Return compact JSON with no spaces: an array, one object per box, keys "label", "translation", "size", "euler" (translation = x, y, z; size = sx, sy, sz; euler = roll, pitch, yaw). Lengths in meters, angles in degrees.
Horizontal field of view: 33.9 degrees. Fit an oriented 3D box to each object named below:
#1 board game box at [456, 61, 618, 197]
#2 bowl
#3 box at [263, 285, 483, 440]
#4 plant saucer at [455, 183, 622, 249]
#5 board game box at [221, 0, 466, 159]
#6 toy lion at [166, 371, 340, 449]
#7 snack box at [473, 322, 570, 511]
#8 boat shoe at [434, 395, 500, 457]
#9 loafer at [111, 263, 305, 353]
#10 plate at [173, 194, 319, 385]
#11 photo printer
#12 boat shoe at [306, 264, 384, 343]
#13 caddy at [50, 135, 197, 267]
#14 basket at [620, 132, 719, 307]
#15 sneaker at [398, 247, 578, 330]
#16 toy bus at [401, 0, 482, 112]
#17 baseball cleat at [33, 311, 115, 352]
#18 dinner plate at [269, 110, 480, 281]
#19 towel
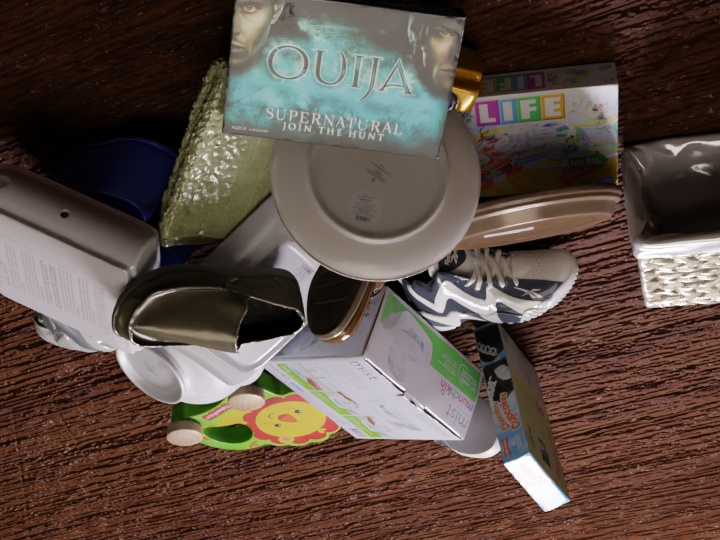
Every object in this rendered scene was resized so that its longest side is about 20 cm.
[{"label":"board game box","translation":[0.154,-0.134,1.174],"size":[0.198,0.034,0.135],"euler":[-5,138,9]},{"label":"bowl","translation":[-0.215,0.087,1.349],"size":[0.200,0.091,0.202],"euler":[23,142,20]},{"label":"box","translation":[0.012,0.115,1.380],"size":[0.175,0.097,0.200],"euler":[-8,142,43]},{"label":"plant saucer","translation":[0.165,-0.051,1.187],"size":[0.198,0.030,0.200],"euler":[-9,174,-1]},{"label":"board game box","translation":[-0.017,-0.174,1.033],"size":[0.198,0.028,0.136],"euler":[5,121,-7]},{"label":"toy lion","translation":[-0.126,0.187,1.548],"size":[0.199,0.069,0.191],"euler":[-31,136,33]},{"label":"snack box","translation":[0.188,0.168,1.390],"size":[0.037,0.201,0.116],"euler":[-26,132,17]},{"label":"boat shoe","translation":[0.133,0.192,1.469],"size":[0.092,0.075,0.199],"euler":[30,176,-34]},{"label":"loafer","translation":[-0.136,0.038,1.122],"size":[0.198,0.070,0.076],"euler":[-8,124,-29]},{"label":"plate","translation":[-0.104,0.031,1.232],"size":[0.200,0.032,0.200],"euler":[-44,147,0]},{"label":"photo printer","translation":[-0.295,-0.014,1.165],"size":[0.198,0.070,0.167],"euler":[23,145,9]},{"label":"boat shoe","translation":[0.000,0.000,1.210],"size":[0.071,0.201,0.068],"euler":[-12,135,31]},{"label":"caddy","translation":[-0.240,-0.066,1.222],"size":[0.198,0.105,0.142],"euler":[-5,134,35]},{"label":"basket","translation":[0.367,-0.049,1.182],"size":[0.198,0.137,0.124],"euler":[-6,140,12]},{"label":"sneaker","translation":[0.128,-0.003,1.290],"size":[0.197,0.080,0.130],"euler":[-8,147,28]},{"label":"toy bus","translation":[0.017,-0.208,1.077],"size":[0.198,0.066,0.079],"euler":[12,136,-10]},{"label":"baseball cleat","translation":[-0.367,0.038,1.381],"size":[0.106,0.070,0.200],"euler":[-14,131,34]},{"label":"dinner plate","translation":[0.015,-0.091,1.093],"size":[0.198,0.202,0.024],"euler":[5,169,-3]},{"label":"towel","translation":[-0.114,-0.110,1.133],"size":[0.147,0.036,0.201],"euler":[-5,128,-43]}]
